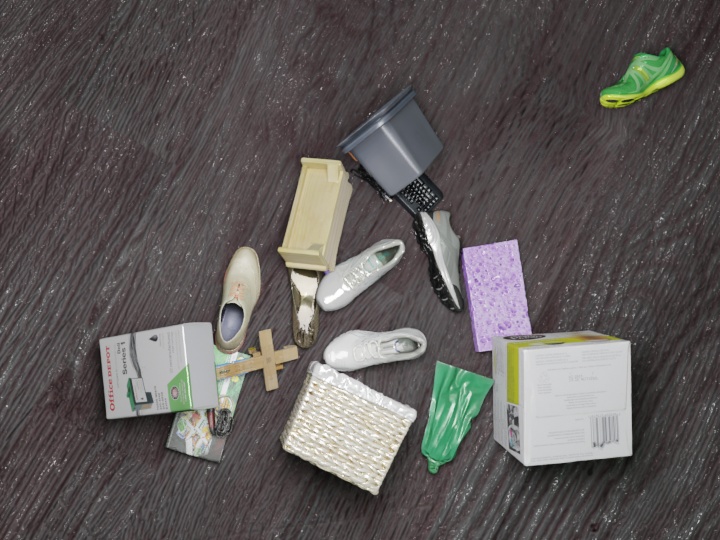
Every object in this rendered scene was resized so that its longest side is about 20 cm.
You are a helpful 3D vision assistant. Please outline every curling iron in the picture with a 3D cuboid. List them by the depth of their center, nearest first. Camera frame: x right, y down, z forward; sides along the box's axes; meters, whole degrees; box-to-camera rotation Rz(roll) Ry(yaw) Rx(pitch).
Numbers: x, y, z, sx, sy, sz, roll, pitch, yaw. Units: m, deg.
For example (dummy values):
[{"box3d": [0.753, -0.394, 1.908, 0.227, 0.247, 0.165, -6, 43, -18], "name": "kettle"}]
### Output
[{"box3d": [-0.264, 0.202, 1.691, 0.049, 0.026, 0.203, -8, 80, -30], "name": "curling iron"}]

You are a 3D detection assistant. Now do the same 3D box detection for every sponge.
[{"box3d": [0.259, 0.048, 1.791, 0.110, 0.030, 0.203, -8, 85, -8], "name": "sponge"}]

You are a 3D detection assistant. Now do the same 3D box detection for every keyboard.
[{"box3d": [0.062, -0.182, 1.787, 0.200, 0.040, 0.104, 45, 80, 0], "name": "keyboard"}]

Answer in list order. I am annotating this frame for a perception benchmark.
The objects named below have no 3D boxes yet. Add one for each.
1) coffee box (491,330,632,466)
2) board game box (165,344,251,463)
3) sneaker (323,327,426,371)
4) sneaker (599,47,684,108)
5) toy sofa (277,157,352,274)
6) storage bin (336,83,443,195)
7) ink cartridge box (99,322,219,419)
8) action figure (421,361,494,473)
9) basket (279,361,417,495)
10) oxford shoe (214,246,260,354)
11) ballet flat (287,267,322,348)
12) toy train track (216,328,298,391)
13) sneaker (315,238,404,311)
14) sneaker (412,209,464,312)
[{"box3d": [0.356, 0.221, 1.687, 0.197, 0.198, 0.203, -3, 93, -8], "name": "coffee box"}, {"box3d": [-0.276, 0.237, 1.707, 0.104, 0.023, 0.202, 17, 82, -4], "name": "board game box"}, {"box3d": [0.029, 0.140, 1.723, 0.197, 0.087, 0.076, -11, 87, -7], "name": "sneaker"}, {"box3d": [0.546, -0.381, 1.855, 0.198, 0.074, 0.084, -26, 90, -18], "name": "sneaker"}, {"box3d": [-0.081, -0.099, 1.729, 0.082, 0.098, 0.202, 6, 69, 17], "name": "toy sofa"}, {"box3d": [0.059, -0.227, 1.713, 0.145, 0.200, 0.135, -34, 99, 31], "name": "storage bin"}, {"box3d": [-0.350, 0.176, 1.623, 0.198, 0.084, 0.148, -11, 82, 29], "name": "ink cartridge box"}, {"box3d": [0.162, 0.280, 1.741, 0.117, 0.055, 0.202, 19, 89, -6], "name": "action figure"}, {"box3d": [-0.030, 0.269, 1.647, 0.198, 0.198, 0.162, 27, 83, -4], "name": "basket"}, {"box3d": [-0.219, 0.048, 1.704, 0.070, 0.074, 0.203, 8, 74, -6], "name": "oxford shoe"}, {"box3d": [-0.103, 0.043, 1.737, 0.066, 0.046, 0.203, 1, 84, -8], "name": "ballet flat"}, {"box3d": [-0.210, 0.168, 1.694, 0.198, 0.032, 0.116, -13, 108, -24], "name": "toy train track"}, {"box3d": [0.000, 0.000, 1.731, 0.200, 0.080, 0.071, -38, 91, -15], "name": "sneaker"}, {"box3d": [0.165, -0.020, 1.767, 0.078, 0.074, 0.203, -15, 87, -16], "name": "sneaker"}]
